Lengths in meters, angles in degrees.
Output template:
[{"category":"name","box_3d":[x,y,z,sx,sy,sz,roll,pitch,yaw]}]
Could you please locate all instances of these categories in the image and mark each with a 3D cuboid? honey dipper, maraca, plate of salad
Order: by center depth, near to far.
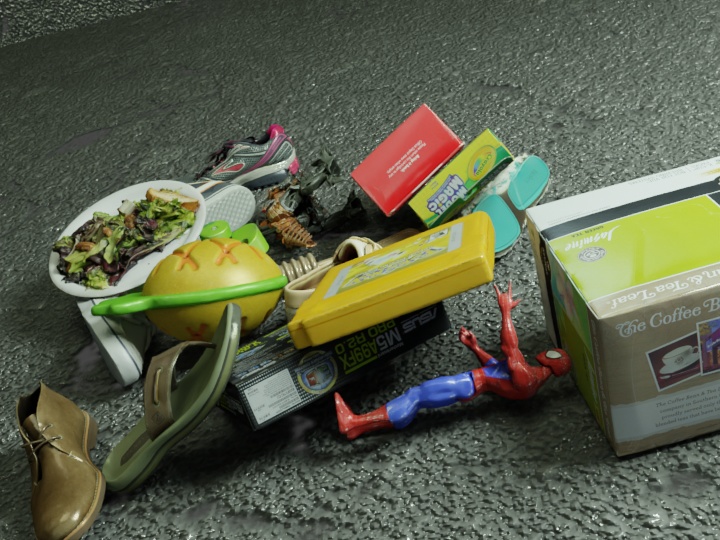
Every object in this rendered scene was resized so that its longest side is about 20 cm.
[{"category":"maraca","box_3d":[-0.174,0.024,0.969,0.198,0.108,0.137,-9,1,-6]},{"category":"honey dipper","box_3d":[-0.001,-0.021,1.075,0.198,0.038,0.038,-20,28,-10]},{"category":"plate of salad","box_3d":[-0.277,-0.048,1.104,0.198,0.048,0.201,-11,43,10]}]

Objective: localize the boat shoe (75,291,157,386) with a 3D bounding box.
[{"category":"boat shoe","box_3d":[-0.258,0.061,1.029,0.069,0.071,0.200,-27,23,-15]}]

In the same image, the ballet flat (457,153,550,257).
[{"category":"ballet flat","box_3d":[0.153,-0.063,1.059,0.071,0.072,0.200,6,33,35]}]

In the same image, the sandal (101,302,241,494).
[{"category":"sandal","box_3d":[-0.168,0.109,0.806,0.201,0.057,0.080,-49,21,10]}]

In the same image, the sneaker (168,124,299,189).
[{"category":"sneaker","box_3d":[-0.192,-0.151,1.368,0.198,0.075,0.081,-21,28,-9]}]

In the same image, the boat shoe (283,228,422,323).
[{"category":"boat shoe","box_3d":[0.000,0.000,1.000,0.199,0.070,0.073,-36,34,-32]}]

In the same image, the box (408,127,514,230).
[{"category":"box","box_3d":[0.112,-0.101,1.035,0.117,0.048,0.200,-43,3,11]}]

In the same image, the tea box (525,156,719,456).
[{"category":"tea box","box_3d":[0.262,0.019,0.765,0.198,0.135,0.197,-15,27,2]}]

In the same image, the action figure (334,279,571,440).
[{"category":"action figure","box_3d":[0.075,0.075,0.799,0.198,0.100,0.065,-11,-17,5]}]

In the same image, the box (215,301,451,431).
[{"category":"box","box_3d":[-0.037,0.071,0.863,0.199,0.045,0.160,-26,8,-19]}]

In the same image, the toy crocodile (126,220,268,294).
[{"category":"toy crocodile","box_3d":[-0.205,-0.009,1.124,0.198,0.068,0.062,-14,28,2]}]

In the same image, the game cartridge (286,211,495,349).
[{"category":"game cartridge","box_3d":[0.034,0.004,0.836,0.175,0.033,0.200,-21,8,12]}]

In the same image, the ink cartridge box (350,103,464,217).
[{"category":"ink cartridge box","box_3d":[0.052,-0.124,1.080,0.116,0.067,0.200,-44,2,3]}]

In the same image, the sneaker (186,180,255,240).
[{"category":"sneaker","box_3d":[-0.235,-0.059,1.222,0.079,0.079,0.199,18,35,42]}]

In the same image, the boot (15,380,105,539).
[{"category":"boot","box_3d":[-0.271,0.167,0.818,0.073,0.076,0.200,-35,29,-3]}]

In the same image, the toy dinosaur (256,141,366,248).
[{"category":"toy dinosaur","box_3d":[-0.069,-0.070,1.172,0.135,0.102,0.201,-30,46,4]}]
